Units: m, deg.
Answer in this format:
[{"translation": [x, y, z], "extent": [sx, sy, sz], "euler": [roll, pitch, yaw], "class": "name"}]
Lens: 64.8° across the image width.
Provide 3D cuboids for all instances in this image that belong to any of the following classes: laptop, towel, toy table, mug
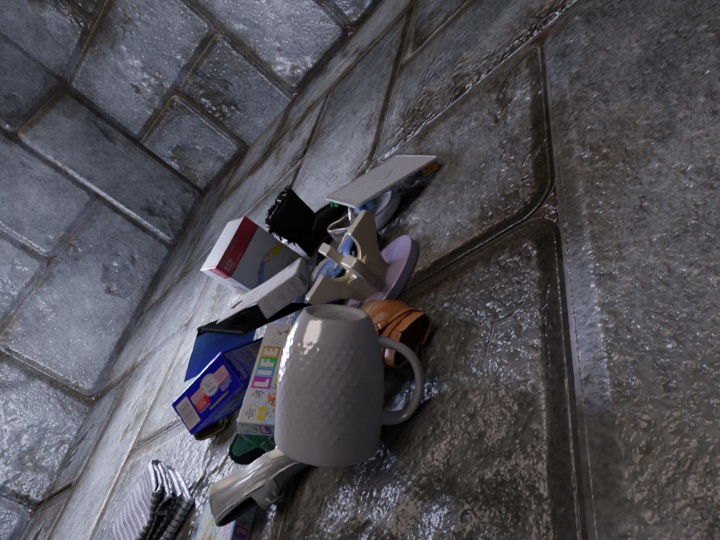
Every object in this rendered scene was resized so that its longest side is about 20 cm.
[{"translation": [-0.226, 0.141, 1.121], "extent": [0.196, 0.119, 0.186], "euler": [-1, 13, 35], "class": "laptop"}, {"translation": [-0.442, 0.507, 1.186], "extent": [0.168, 0.085, 0.199], "euler": [-60, 24, -12], "class": "towel"}, {"translation": [0.000, 0.000, 0.999], "extent": [0.203, 0.116, 0.183], "euler": [-61, 25, -14], "class": "toy table"}, {"translation": [-0.013, 0.144, 0.753], "extent": [0.148, 0.195, 0.180], "euler": [-62, -23, -80], "class": "mug"}]

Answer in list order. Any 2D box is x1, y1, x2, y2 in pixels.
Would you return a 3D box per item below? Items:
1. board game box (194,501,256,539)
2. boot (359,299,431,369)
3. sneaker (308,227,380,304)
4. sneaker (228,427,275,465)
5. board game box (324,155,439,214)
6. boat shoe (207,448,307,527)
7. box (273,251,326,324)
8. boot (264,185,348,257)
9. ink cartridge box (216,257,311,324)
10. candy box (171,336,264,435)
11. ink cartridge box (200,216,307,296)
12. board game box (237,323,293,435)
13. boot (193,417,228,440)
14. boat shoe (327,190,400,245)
[{"translation": [-0.235, 0.464, 0.919], "extent": [0.134, 0.034, 0.202], "euler": [-37, 29, 35], "class": "board game box"}, {"translation": [0.015, 0.132, 0.852], "extent": [0.154, 0.073, 0.203], "euler": [8, 66, 60], "class": "boot"}, {"translation": [-0.030, -0.006, 1.110], "extent": [0.202, 0.078, 0.089], "euler": [-57, 22, -8], "class": "sneaker"}, {"translation": [-0.160, 0.259, 1.027], "extent": [0.200, 0.074, 0.087], "euler": [-47, 12, -11], "class": "sneaker"}, {"translation": [0.041, -0.181, 1.179], "extent": [0.198, 0.026, 0.200], "euler": [-32, 21, -12], "class": "board game box"}, {"translation": [-0.149, 0.337, 0.884], "extent": [0.198, 0.070, 0.072], "euler": [-31, 57, 11], "class": "boat shoe"}, {"translation": [-0.135, 0.077, 1.237], "extent": [0.160, 0.043, 0.202], "euler": [-40, 27, 31], "class": "box"}, {"translation": [-0.124, -0.141, 1.358], "extent": [0.200, 0.162, 0.073], "euler": [-55, 25, -4], "class": "boot"}, {"translation": [-0.183, 0.052, 1.124], "extent": [0.174, 0.045, 0.200], "euler": [-33, 9, 3], "class": "ink cartridge box"}, {"translation": [-0.229, 0.206, 1.079], "extent": [0.169, 0.078, 0.199], "euler": [-43, -13, 23], "class": "candy box"}, {"translation": [-0.260, -0.012, 1.397], "extent": [0.144, 0.198, 0.147], "euler": [-6, 54, 60], "class": "ink cartridge box"}, {"translation": [-0.114, 0.180, 0.956], "extent": [0.131, 0.035, 0.203], "euler": [1, 44, 8], "class": "board game box"}, {"translation": [-0.306, 0.269, 1.269], "extent": [0.201, 0.071, 0.156], "euler": [-50, 23, 22], "class": "boot"}, {"translation": [0.001, -0.114, 1.204], "extent": [0.199, 0.069, 0.072], "euler": [-34, 29, 37], "class": "boat shoe"}]
